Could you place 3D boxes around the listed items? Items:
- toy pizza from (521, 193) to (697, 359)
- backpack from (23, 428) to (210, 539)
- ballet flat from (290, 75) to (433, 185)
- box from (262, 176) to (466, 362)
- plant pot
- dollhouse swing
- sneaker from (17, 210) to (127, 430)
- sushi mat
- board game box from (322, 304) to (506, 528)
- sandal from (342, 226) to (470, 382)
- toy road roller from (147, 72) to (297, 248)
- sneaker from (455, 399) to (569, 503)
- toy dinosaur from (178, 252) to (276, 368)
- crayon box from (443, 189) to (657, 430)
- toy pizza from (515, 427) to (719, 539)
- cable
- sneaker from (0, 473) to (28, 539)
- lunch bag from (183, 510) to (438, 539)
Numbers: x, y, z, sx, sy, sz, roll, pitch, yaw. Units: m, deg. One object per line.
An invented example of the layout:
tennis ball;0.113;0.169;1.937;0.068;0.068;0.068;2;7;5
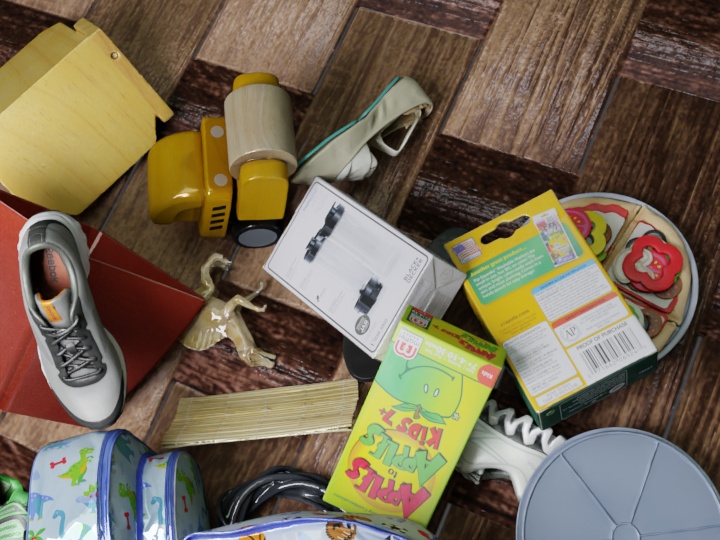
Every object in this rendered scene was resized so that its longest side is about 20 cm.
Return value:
toy pizza;0.239;0.009;1.142;0.198;0.032;0.202;-4;67;10
backpack;-0.221;0.241;1.055;0.145;0.200;0.185;-10;65;7
ballet flat;0.008;-0.140;1.226;0.069;0.070;0.200;33;59;22
box;0.000;0.000;1.136;0.200;0.060;0.117;35;97;43
plant pot;-0.318;0.046;1.157;0.199;0.199;0.177;29;92;35
dollhouse swing;-0.361;-0.181;1.355;0.200;0.176;0.182;-44;107;-9
sneaker;-0.261;0.052;0.997;0.073;0.079;0.202;-14;105;-2
sushi mat;-0.098;0.145;1.142;0.198;0.096;0.012;-7;111;9
board game box;0.049;0.145;1.050;0.101;0.048;0.202;24;111;4
sandal;0.049;0.027;1.173;0.075;0.045;0.200;37;79;23
toy road roller;-0.150;-0.109;1.191;0.144;0.200;0.124;-2;65;-13
sneaker;0.101;0.155;1.098;0.199;0.075;0.082;26;83;21
toy dinosaur;-0.170;0.034;1.211;0.198;0.058;0.102;23;75;20
crayon box;0.179;0.035;1.083;0.125;0.052;0.201;-27;60;-1
toy pizza;0.240;0.246;1.037;0.198;0.032;0.203;0;74;-1
cable;-0.062;0.283;1.093;0.199;0.051;0.164;32;82;17
sneaker;-0.364;0.241;1.121;0.199;0.078;0.086;0;84;41
lunch bag;-0.029;0.266;0.974;0.198;0.170;0.125;-13;77;6
